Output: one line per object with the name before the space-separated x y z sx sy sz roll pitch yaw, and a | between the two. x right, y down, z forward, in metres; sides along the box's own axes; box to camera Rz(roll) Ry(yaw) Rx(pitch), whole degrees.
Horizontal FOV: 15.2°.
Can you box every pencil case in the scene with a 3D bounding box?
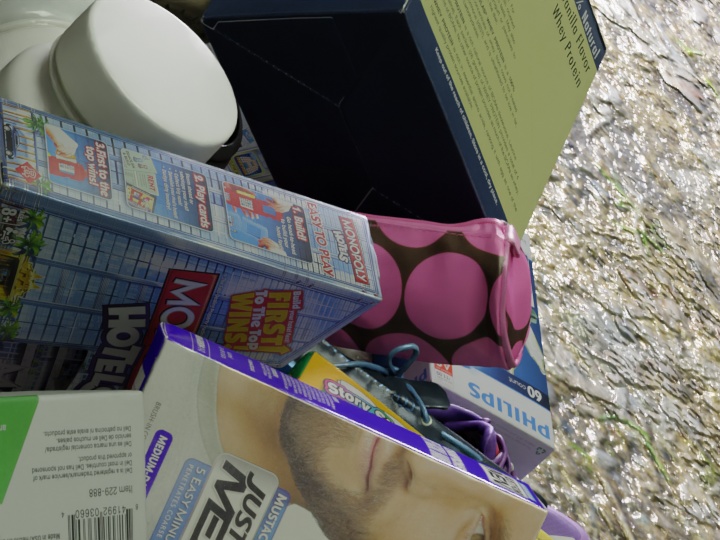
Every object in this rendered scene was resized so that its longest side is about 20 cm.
pencil case | 0.000 0.000 1.539 0.199 0.094 0.091 7 16 12

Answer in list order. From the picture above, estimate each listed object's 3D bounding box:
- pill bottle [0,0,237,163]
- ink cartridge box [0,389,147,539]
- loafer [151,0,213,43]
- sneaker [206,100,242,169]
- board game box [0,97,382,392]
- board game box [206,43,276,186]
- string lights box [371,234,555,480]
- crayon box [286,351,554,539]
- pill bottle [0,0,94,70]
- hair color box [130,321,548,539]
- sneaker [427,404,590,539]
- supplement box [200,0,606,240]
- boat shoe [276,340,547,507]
pill bottle | -0.161 -0.043 1.375 0.113 0.200 0.114 33 33 -25
ink cartridge box | -0.166 0.154 1.170 0.146 0.084 0.201 1 87 -53
loafer | -0.134 -0.191 1.606 0.076 0.068 0.200 31 -1 -42
sneaker | -0.132 -0.116 1.604 0.070 0.099 0.201 3 52 -50
board game box | -0.101 0.018 1.323 0.199 0.201 0.062 7 45 -17
board game box | -0.054 -0.140 1.732 0.198 0.043 0.201 -15 66 -35
string lights box | 0.061 0.038 1.722 0.102 0.059 0.201 29 34 -26
crayon box | 0.021 0.145 1.394 0.200 0.058 0.119 38 30 -4
pill bottle | -0.208 -0.161 1.537 0.113 0.113 0.201 16 43 -44
hair color box | -0.025 0.116 1.272 0.199 0.110 0.065 24 4 -9
sneaker | 0.069 0.131 1.603 0.200 0.083 0.081 33 33 -28
supplement box | 0.032 -0.139 1.599 0.200 0.134 0.201 -63 143 -38
boat shoe | 0.021 0.089 1.520 0.200 0.084 0.069 46 74 -16
